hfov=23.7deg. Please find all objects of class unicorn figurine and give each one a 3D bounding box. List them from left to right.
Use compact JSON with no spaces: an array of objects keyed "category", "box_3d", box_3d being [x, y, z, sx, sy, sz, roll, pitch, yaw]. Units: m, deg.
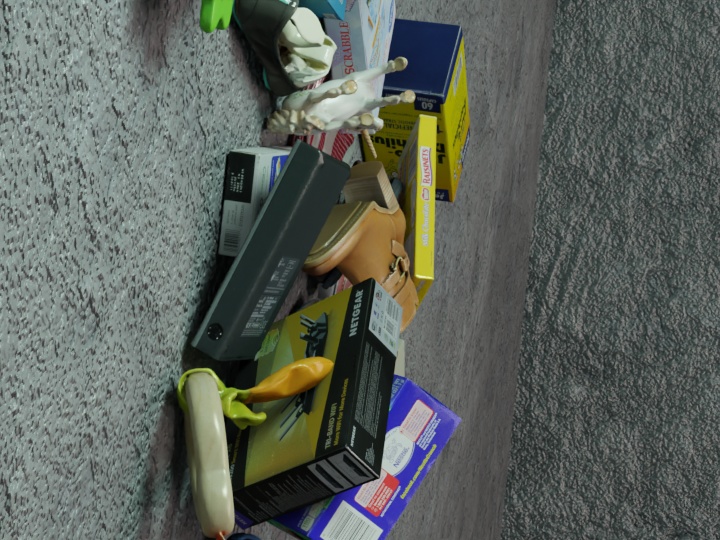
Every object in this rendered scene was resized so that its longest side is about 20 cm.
[{"category":"unicorn figurine","box_3d":[-0.013,-0.160,1.664,0.199,0.137,0.075,-2,84,-44]}]

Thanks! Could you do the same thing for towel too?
[{"category":"towel","box_3d":[-0.041,-0.114,1.803,0.200,0.022,0.145,68,33,-66]}]

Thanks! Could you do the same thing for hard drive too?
[{"category":"hard drive","box_3d":[-0.076,-0.015,1.526,0.201,0.033,0.140,-62,170,3]}]

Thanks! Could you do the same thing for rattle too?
[{"category":"rattle","box_3d":[-0.085,0.177,1.432,0.201,0.141,0.131,-108,-148,-42]}]

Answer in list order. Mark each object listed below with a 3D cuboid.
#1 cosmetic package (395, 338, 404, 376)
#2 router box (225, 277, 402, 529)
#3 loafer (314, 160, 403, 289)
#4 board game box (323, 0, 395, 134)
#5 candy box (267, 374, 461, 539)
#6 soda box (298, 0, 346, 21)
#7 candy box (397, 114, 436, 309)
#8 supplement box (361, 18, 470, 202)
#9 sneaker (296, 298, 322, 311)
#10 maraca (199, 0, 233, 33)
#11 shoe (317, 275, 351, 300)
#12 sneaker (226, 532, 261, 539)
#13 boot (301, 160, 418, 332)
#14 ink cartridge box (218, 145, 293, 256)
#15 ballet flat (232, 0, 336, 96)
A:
[{"category":"cosmetic package","box_3d":[-0.023,0.147,1.862,0.200,0.102,0.074,-63,157,-58]},{"category":"router box","box_3d":[-0.046,0.118,1.539,0.052,0.156,0.201,45,35,-31]},{"category":"loafer","box_3d":[-0.017,-0.051,1.829,0.072,0.063,0.200,-50,-177,38]},{"category":"board game box","box_3d":[0.000,-0.282,1.777,0.201,0.041,0.201,82,13,-46]},{"category":"candy box","box_3d":[-0.020,0.173,1.594,0.170,0.077,0.200,-56,-157,-12]},{"category":"soda box","box_3d":[-0.060,-0.284,1.522,0.200,0.063,0.069,37,62,-76]},{"category":"candy box","box_3d":[0.060,-0.058,1.869,0.102,0.026,0.202,112,-17,-62]},{"category":"supplement box","box_3d":[0.064,-0.187,2.020,0.201,0.108,0.110,79,23,-55]},{"category":"sneaker","box_3d":[-0.047,0.106,1.781,0.201,0.080,0.077,-68,160,-50]},{"category":"maraca","box_3d":[-0.092,-0.274,1.287,0.138,0.106,0.202,77,25,-60]},{"category":"shoe","box_3d":[0.017,-0.026,1.929,0.201,0.090,0.072,-67,174,-52]},{"category":"sneaker","box_3d":[-0.127,0.351,1.623,0.083,0.070,0.202,11,83,-72]},{"category":"boot","box_3d":[0.000,0.000,1.695,0.200,0.076,0.157,-62,139,-60]},{"category":"ink cartridge box","box_3d":[-0.084,-0.068,1.615,0.200,0.037,0.096,-18,115,-73]},{"category":"ballet flat","box_3d":[-0.063,-0.202,1.548,0.200,0.068,0.069,53,52,-72]}]
